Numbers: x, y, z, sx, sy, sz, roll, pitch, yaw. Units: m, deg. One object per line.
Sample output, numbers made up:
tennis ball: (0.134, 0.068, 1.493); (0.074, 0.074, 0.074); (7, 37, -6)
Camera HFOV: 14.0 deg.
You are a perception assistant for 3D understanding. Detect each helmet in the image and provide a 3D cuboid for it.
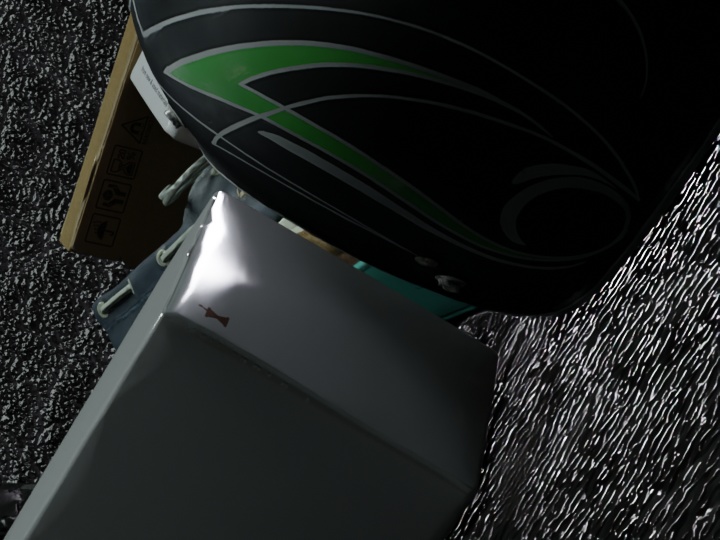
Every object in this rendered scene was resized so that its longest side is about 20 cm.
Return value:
helmet: (0.023, -0.099, 0.917); (0.201, 0.190, 0.200); (-58, 6, 10)

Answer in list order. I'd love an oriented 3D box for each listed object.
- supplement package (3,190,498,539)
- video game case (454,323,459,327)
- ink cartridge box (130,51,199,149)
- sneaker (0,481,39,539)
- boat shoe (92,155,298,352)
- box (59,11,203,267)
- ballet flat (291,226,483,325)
supplement package: (-0.055, 0.097, 0.977); (0.201, 0.117, 0.117); (-58, 5, 21)
video game case: (0.000, 0.000, 1.223); (0.182, 0.036, 0.200); (-60, 17, 0)
ink cartridge box: (-0.001, -0.143, 1.433); (0.201, 0.144, 0.085); (-61, 28, 15)
sneaker: (-0.118, 0.110, 1.234); (0.199, 0.076, 0.088); (-12, -14, -32)
boat shoe: (-0.046, -0.021, 1.192); (0.075, 0.062, 0.200); (-25, -18, -44)
box: (-0.050, -0.088, 1.503); (0.021, 0.163, 0.201); (42, 116, 59)
ballet flat: (-0.001, 0.000, 1.094); (0.200, 0.068, 0.072); (-30, 22, 43)
